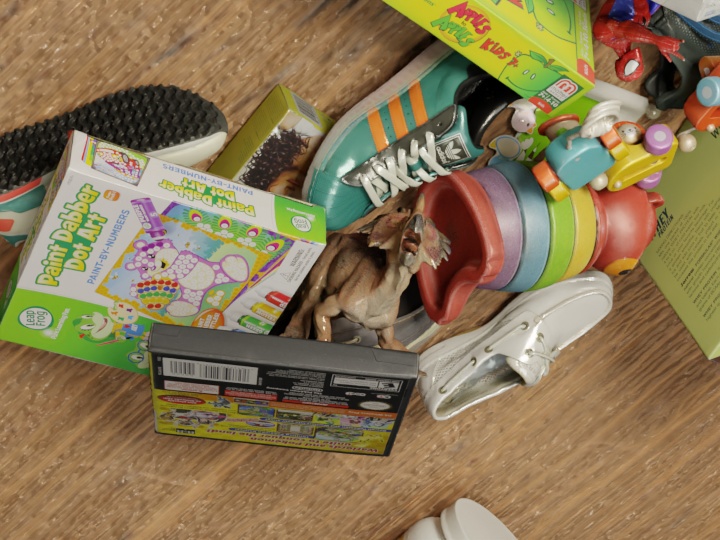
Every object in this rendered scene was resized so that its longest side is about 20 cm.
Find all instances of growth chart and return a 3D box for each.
[{"bbox_3d":[0.169,-0.077,1.221,0.144,0.018,0.201,7,119,-20],"label":"growth chart"}]

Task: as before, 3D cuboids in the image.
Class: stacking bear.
[{"bbox_3d":[0.153,-0.034,1.169,0.199,0.114,0.122,-5,156,-25],"label":"stacking bear"}]

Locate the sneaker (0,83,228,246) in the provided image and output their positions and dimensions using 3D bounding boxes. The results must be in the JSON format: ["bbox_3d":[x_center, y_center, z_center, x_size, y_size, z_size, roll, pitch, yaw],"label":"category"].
[{"bbox_3d":[-0.195,-0.073,1.096,0.198,0.071,0.094,-18,144,-7],"label":"sneaker"}]

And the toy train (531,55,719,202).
[{"bbox_3d":[0.214,-0.120,1.101,0.199,0.056,0.150,-12,152,-33],"label":"toy train"}]

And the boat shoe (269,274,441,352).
[{"bbox_3d":[-0.013,0.046,1.213,0.199,0.075,0.074,-29,126,2],"label":"boat shoe"}]

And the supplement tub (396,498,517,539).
[{"bbox_3d":[0.064,0.329,1.380,0.144,0.145,0.200,35,108,-32],"label":"supplement tub"}]

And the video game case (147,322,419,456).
[{"bbox_3d":[-0.064,0.097,1.120,0.198,0.026,0.181,6,153,-3],"label":"video game case"}]

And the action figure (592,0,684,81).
[{"bbox_3d":[0.219,-0.232,1.058,0.065,0.099,0.201,-24,123,-39],"label":"action figure"}]

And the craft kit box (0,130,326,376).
[{"bbox_3d":[-0.153,0.002,1.082,0.196,0.049,0.200,18,134,-18],"label":"craft kit box"}]

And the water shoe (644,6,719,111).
[{"bbox_3d":[0.254,-0.210,1.123,0.078,0.072,0.201,-15,125,-2],"label":"water shoe"}]

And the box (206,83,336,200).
[{"bbox_3d":[-0.096,-0.047,1.142,0.075,0.050,0.200,30,111,-31],"label":"box"}]

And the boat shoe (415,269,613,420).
[{"bbox_3d":[0.142,0.073,1.270,0.199,0.070,0.071,-32,131,12],"label":"boat shoe"}]

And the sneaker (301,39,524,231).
[{"bbox_3d":[0.042,-0.099,1.089,0.200,0.080,0.071,-46,140,-10],"label":"sneaker"}]

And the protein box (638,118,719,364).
[{"bbox_3d":[0.347,-0.042,1.181,0.134,0.200,0.199,19,116,-26],"label":"protein box"}]

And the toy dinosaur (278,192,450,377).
[{"bbox_3d":[0.000,0.000,1.122,0.085,0.199,0.137,12,92,-40],"label":"toy dinosaur"}]

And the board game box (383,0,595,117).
[{"bbox_3d":[0.086,-0.207,1.051,0.199,0.102,0.048,29,137,-30],"label":"board game box"}]

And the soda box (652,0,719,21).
[{"bbox_3d":[0.178,-0.244,0.998,0.068,0.199,0.064,-23,136,-44],"label":"soda box"}]
